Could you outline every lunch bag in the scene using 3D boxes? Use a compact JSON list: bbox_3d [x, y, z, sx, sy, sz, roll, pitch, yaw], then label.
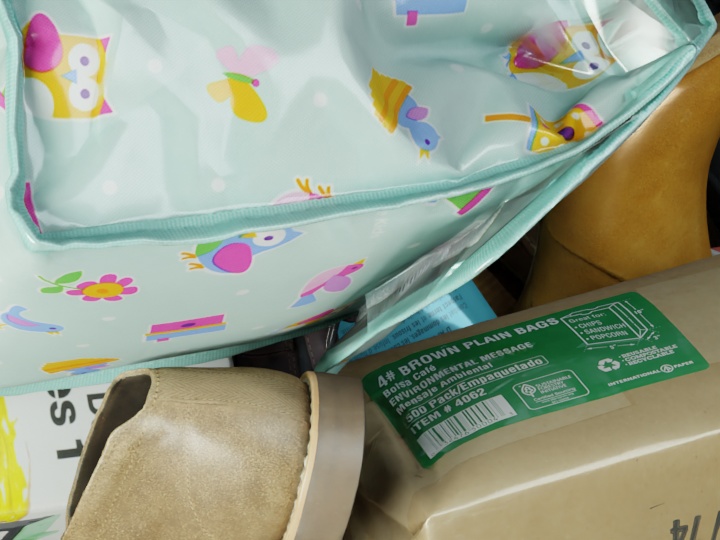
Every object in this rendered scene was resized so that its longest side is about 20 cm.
[{"bbox_3d":[-0.019,-0.038,0.793,0.199,0.170,0.123,-5,77,-20],"label":"lunch bag"}]

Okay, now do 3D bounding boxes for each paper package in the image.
[{"bbox_3d":[0.100,0.103,0.908,0.199,0.103,0.192,-16,116,-15],"label":"paper package"}]

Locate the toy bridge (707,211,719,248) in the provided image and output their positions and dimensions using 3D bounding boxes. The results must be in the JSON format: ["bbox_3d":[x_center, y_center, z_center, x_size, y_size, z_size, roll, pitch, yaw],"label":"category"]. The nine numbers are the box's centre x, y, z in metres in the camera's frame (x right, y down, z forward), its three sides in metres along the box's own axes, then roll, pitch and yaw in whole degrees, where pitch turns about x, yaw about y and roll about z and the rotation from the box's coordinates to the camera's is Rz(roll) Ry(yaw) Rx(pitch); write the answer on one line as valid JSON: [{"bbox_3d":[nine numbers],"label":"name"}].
[{"bbox_3d":[0.113,-0.006,1.094,0.067,0.027,0.201,-18,81,-37],"label":"toy bridge"}]

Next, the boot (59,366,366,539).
[{"bbox_3d":[-0.060,0.099,0.850,0.075,0.201,0.074,10,41,-12],"label":"boot"}]

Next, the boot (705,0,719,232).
[{"bbox_3d":[0.147,-0.100,1.089,0.200,0.065,0.165,54,39,-22],"label":"boot"}]

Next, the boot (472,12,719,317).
[{"bbox_3d":[0.110,0.014,0.982,0.144,0.201,0.071,49,33,2],"label":"boot"}]

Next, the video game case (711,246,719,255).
[{"bbox_3d":[0.201,0.050,1.081,0.199,0.017,0.144,-9,111,-35],"label":"video game case"}]

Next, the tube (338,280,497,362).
[{"bbox_3d":[0.000,0.000,0.970,0.077,0.050,0.201,-30,87,1],"label":"tube"}]

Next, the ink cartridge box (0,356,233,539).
[{"bbox_3d":[-0.146,0.015,0.871,0.199,0.084,0.146,-5,76,-27],"label":"ink cartridge box"}]

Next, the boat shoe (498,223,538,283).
[{"bbox_3d":[0.048,-0.068,1.042,0.071,0.065,0.201,-34,82,1],"label":"boat shoe"}]

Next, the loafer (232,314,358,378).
[{"bbox_3d":[-0.019,0.023,0.928,0.063,0.072,0.201,-1,103,-3],"label":"loafer"}]
